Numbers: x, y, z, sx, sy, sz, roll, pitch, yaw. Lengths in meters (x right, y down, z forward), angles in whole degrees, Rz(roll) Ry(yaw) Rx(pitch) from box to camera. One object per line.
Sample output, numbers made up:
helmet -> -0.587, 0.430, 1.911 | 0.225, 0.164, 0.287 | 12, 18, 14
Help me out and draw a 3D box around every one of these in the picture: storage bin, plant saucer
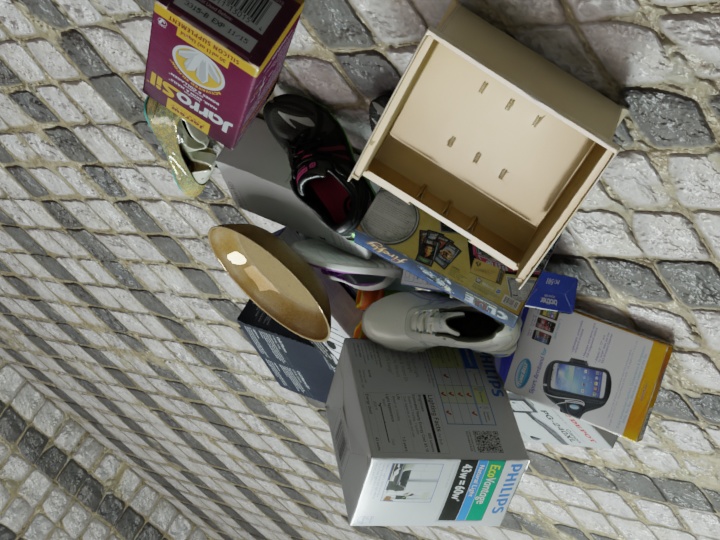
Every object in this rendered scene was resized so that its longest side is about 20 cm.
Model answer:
storage bin -> 0.116, -0.114, 1.206 | 0.198, 0.094, 0.200 | 31, 128, 0
plant saucer -> -0.104, 0.007, 1.580 | 0.199, 0.036, 0.201 | 37, 159, 16

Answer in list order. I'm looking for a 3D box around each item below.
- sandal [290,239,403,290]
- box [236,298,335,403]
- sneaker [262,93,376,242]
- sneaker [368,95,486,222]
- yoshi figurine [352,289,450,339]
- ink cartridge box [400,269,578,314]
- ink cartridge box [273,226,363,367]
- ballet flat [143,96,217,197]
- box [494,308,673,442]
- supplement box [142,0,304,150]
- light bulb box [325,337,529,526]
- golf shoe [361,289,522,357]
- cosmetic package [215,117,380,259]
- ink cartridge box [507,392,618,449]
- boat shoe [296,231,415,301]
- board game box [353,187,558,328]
sandal -> 0.003, 0.003, 1.592 | 0.200, 0.051, 0.082 | 8, -164, -29
box -> -0.060, 0.113, 1.937 | 0.180, 0.105, 0.201 | 18, 153, 30
sneaker -> -0.047, -0.121, 1.434 | 0.201, 0.077, 0.083 | 54, -160, 16
sneaker -> 0.089, -0.121, 1.359 | 0.200, 0.080, 0.074 | 44, 163, 18
yoshi figurine -> 0.089, 0.073, 1.657 | 0.196, 0.113, 0.114 | 7, 121, -7
ink cartridge box -> 0.149, 0.013, 1.503 | 0.093, 0.045, 0.198 | 11, 179, -42
ink cartridge box -> -0.064, 0.037, 1.689 | 0.201, 0.044, 0.094 | 50, 149, -13
ballet flat -> -0.223, -0.159, 1.670 | 0.070, 0.071, 0.201 | 20, 154, 25
box -> 0.261, 0.112, 1.528 | 0.198, 0.121, 0.041 | 21, -174, 26
supplement box -> -0.152, -0.240, 1.373 | 0.130, 0.104, 0.200 | 31, 157, -1
light bulb box -> 0.076, 0.197, 1.558 | 0.197, 0.200, 0.126 | 4, 130, -16
golf shoe -> 0.091, 0.058, 1.519 | 0.196, 0.080, 0.097 | 1, 171, 14
cosmetic package -> -0.067, -0.103, 1.559 | 0.198, 0.082, 0.113 | 20, 156, 23
ink cartridge box -> 0.239, 0.157, 1.680 | 0.145, 0.084, 0.199 | 44, 154, -25
boat shoe -> -0.010, 0.005, 1.721 | 0.200, 0.071, 0.091 | 42, 157, -4
board game box -> 0.110, -0.044, 1.390 | 0.198, 0.136, 0.035 | 29, 157, 9
